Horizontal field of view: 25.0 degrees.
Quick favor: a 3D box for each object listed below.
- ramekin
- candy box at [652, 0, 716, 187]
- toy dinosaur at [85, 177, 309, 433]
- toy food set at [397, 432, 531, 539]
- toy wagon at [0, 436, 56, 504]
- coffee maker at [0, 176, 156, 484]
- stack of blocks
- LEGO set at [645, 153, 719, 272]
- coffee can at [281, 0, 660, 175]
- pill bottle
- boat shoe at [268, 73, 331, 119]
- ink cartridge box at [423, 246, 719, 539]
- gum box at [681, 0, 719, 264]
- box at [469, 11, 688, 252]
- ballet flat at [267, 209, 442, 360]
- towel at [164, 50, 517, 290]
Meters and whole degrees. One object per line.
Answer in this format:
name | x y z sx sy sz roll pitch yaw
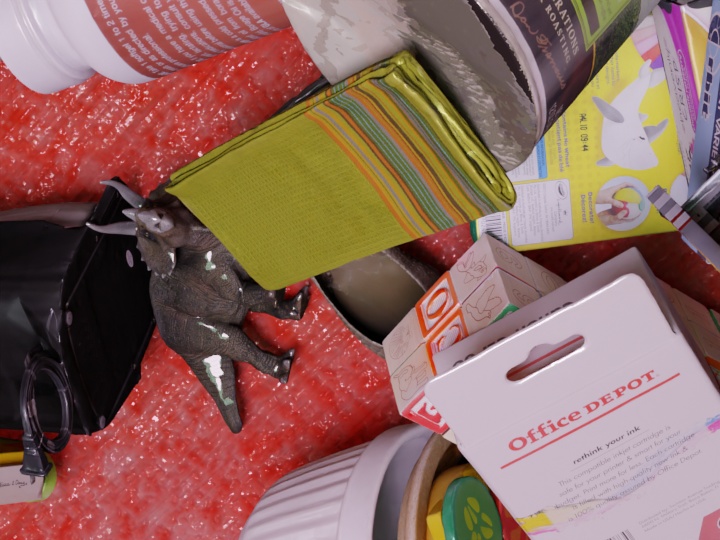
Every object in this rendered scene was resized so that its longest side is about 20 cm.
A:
ramekin | 0.014 0.192 0.908 0.104 0.200 0.201 -15 104 29
candy box | 0.253 -0.094 0.786 0.198 0.061 0.137 -16 107 0
toy dinosaur | -0.085 0.013 0.942 0.102 0.077 0.201 15 143 13
toy food set | 0.082 0.175 0.879 0.048 0.198 0.201 -14 102 29
toy wagon | -0.288 0.116 0.976 0.199 0.155 0.040 5 90 31
coffee maker | -0.236 0.027 0.912 0.198 0.192 0.136 -2 103 14
stack of blocks | 0.125 0.059 0.856 0.199 0.059 0.115 28 117 -28
LEGO set | 0.218 -0.033 0.684 0.153 0.116 0.200 26 110 -43
coffee can | 0.078 -0.163 0.742 0.146 0.200 0.147 34 157 17
pill bottle | -0.097 -0.166 0.856 0.199 0.112 0.113 -18 103 19
boat shoe | 0.015 -0.089 0.879 0.200 0.065 0.073 -36 97 22
ink cartridge box | 0.115 0.071 0.783 0.116 0.068 0.200 -29 128 11
gum box | 0.256 -0.086 0.733 0.198 0.045 0.171 2 107 -7
box | 0.151 -0.080 0.838 0.198 0.048 0.118 -6 107 0
ballet flat | 0.000 0.000 0.886 0.067 0.047 0.200 -22 128 18
towel | -0.016 -0.039 0.777 0.086 0.018 0.199 50 144 -16
